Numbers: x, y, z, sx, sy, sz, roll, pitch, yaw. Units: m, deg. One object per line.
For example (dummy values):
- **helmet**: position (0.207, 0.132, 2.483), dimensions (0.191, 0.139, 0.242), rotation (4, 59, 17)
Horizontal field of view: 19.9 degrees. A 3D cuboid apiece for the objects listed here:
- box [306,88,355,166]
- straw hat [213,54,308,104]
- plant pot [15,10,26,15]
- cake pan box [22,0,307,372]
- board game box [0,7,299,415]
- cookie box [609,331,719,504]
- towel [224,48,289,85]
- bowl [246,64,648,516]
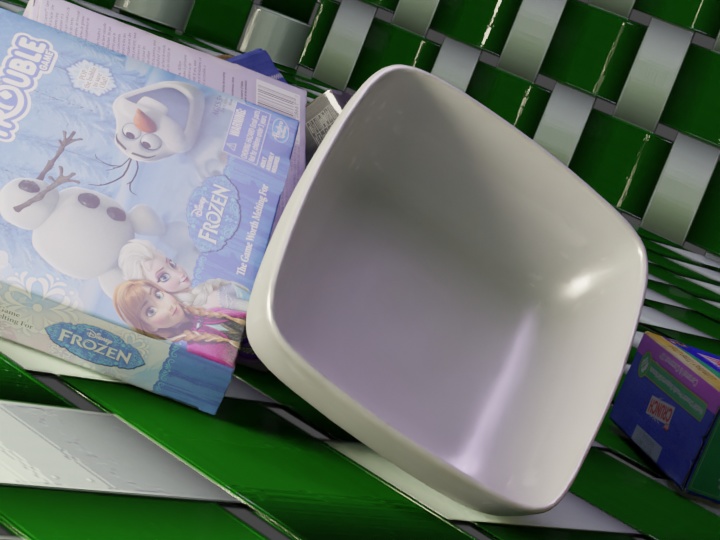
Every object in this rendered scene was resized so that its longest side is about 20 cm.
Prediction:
- **box**: position (0.040, -0.031, 1.499), dimensions (0.201, 0.048, 0.158), rotation (60, 21, 14)
- **straw hat**: position (-0.082, -0.054, 1.516), dimensions (0.201, 0.085, 0.202), rotation (34, 36, -30)
- **plant pot**: position (-0.191, -0.092, 1.361), dimensions (0.141, 0.142, 0.200), rotation (17, 2, -30)
- **cake pan box**: position (-0.121, -0.056, 1.192), dimensions (0.183, 0.052, 0.201), rotation (19, 49, -24)
- **board game box**: position (-0.144, -0.039, 1.078), dimensions (0.198, 0.043, 0.201), rotation (19, 43, -7)
- **cookie box**: position (0.292, 0.123, 1.402), dimensions (0.199, 0.076, 0.171), rotation (19, 9, -14)
- **towel**: position (-0.053, -0.066, 1.469), dimensions (0.201, 0.024, 0.145), rotation (57, 28, 1)
- **bowl**: position (0.039, 0.015, 1.070), dimensions (0.199, 0.201, 0.075), rotation (35, -33, -14)
